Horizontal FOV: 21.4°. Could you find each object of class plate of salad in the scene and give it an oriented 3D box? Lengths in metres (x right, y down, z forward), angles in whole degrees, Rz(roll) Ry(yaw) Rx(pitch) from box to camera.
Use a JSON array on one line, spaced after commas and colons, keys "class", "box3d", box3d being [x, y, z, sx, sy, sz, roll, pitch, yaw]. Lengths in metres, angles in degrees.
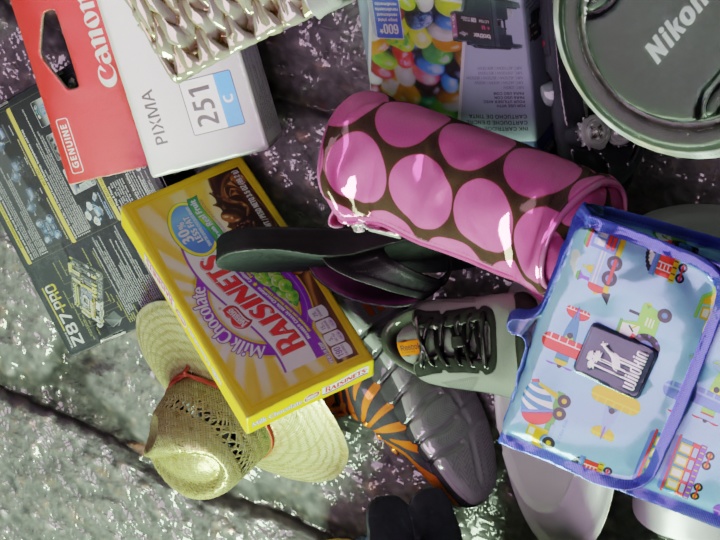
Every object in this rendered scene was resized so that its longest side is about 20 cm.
[{"class": "plate of salad", "box3d": [0.137, 0.089, 1.273, 0.048, 0.200, 0.202, -3, 115, -19]}]

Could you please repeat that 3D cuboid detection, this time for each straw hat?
[{"class": "straw hat", "box3d": [-0.112, 0.119, 1.396, 0.200, 0.085, 0.202, 29, 150, 19]}]

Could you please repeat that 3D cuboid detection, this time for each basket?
[{"class": "basket", "box3d": [-0.099, -0.229, 1.178, 0.123, 0.136, 0.201, -27, 98, 12]}]

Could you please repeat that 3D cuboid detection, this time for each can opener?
[{"class": "can opener", "box3d": [0.140, -0.145, 1.221, 0.063, 0.079, 0.202, -12, 96, -9]}]

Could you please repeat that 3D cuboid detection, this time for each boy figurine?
[{"class": "boy figurine", "box3d": [0.012, 0.211, 1.395, 0.200, 0.123, 0.065, 135, 124, -65]}]

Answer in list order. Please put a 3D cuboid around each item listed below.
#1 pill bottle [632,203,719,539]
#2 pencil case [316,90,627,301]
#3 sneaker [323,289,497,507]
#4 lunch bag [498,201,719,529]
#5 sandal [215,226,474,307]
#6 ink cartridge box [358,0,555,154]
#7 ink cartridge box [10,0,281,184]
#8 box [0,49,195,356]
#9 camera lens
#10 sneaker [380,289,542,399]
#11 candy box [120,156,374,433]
[{"class": "pill bottle", "box3d": [0.223, 0.068, 1.239, 0.110, 0.111, 0.202, 10, 113, 24]}, {"class": "pencil case", "box3d": [0.068, -0.044, 1.217, 0.199, 0.091, 0.094, 22, 90, 35]}, {"class": "sneaker", "box3d": [0.013, 0.098, 1.389, 0.112, 0.077, 0.201, -40, 78, 37]}, {"class": "lunch bag", "box3d": [0.182, 0.054, 1.132, 0.198, 0.094, 0.152, 18, 107, -2]}, {"class": "sandal", "box3d": [-0.001, 0.000, 1.313, 0.198, 0.075, 0.049, -1, 75, -9]}, {"class": "ink cartridge box", "box3d": [0.064, -0.133, 1.271, 0.118, 0.042, 0.202, 4, 122, 23]}, {"class": "ink cartridge box", "box3d": [-0.165, -0.165, 1.342, 0.174, 0.045, 0.202, -12, 105, 18]}, {"class": "box", "box3d": [-0.200, -0.052, 1.449, 0.160, 0.049, 0.201, -24, 97, 30]}, {"class": "camera lens", "box3d": [0.211, -0.163, 1.104, 0.158, 0.200, 0.162, 10, 113, 23]}, {"class": "sneaker", "box3d": [0.073, 0.051, 1.262, 0.200, 0.079, 0.075, 171, 98, -71]}, {"class": "candy box", "box3d": [-0.082, 0.013, 1.341, 0.201, 0.102, 0.027, 56, 161, 28]}]
